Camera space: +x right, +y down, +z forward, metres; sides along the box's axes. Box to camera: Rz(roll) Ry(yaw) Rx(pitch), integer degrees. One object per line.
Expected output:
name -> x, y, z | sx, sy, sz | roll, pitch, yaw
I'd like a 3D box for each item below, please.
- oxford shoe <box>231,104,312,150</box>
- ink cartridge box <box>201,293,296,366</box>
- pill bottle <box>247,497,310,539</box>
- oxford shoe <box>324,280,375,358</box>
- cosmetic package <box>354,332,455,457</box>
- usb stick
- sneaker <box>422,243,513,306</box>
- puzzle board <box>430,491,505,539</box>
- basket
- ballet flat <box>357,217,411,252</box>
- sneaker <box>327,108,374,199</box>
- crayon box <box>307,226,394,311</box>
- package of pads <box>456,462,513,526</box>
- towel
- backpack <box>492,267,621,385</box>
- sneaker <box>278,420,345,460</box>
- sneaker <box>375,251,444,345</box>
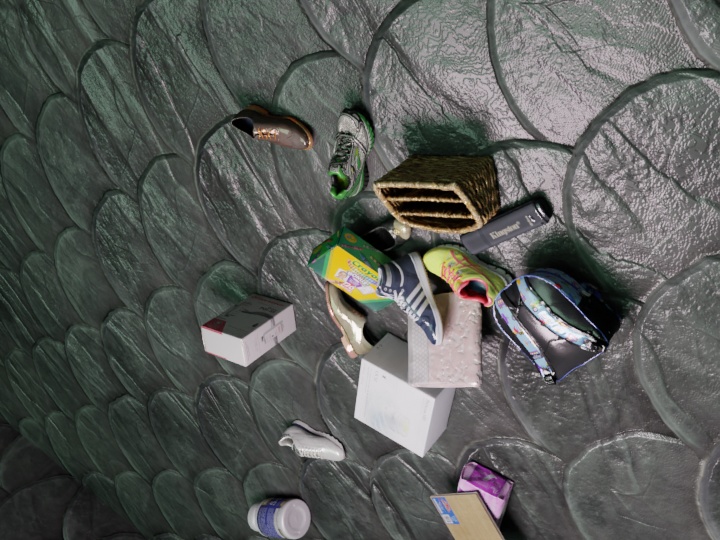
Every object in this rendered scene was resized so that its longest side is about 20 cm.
oxford shoe -> -0.194, -0.300, 1.667 | 0.199, 0.073, 0.072 | 23, 129, 26
ink cartridge box -> -0.283, 0.146, 1.946 | 0.146, 0.200, 0.083 | 13, 122, 33
pill bottle -> -0.263, 0.780, 2.406 | 0.199, 0.120, 0.120 | -15, 107, 43
oxford shoe -> -0.024, 0.107, 1.817 | 0.073, 0.071, 0.201 | -19, 105, 19
cosmetic package -> 0.104, 0.290, 1.778 | 0.199, 0.123, 0.200 | 25, 131, 23
usb stick -> 0.274, -0.083, 1.455 | 0.199, 0.033, 0.056 | -26, 102, 45
sneaker -> 0.204, 0.012, 1.534 | 0.199, 0.090, 0.079 | 23, 132, 28
puzzle board -> 0.270, 0.613, 1.823 | 0.150, 0.017, 0.201 | -21, 103, 46
basket -> 0.145, -0.129, 1.448 | 0.199, 0.149, 0.144 | 7, 121, 35
ballet flat -> 0.035, -0.061, 1.648 | 0.199, 0.057, 0.067 | -24, 100, 46
sneaker -> -0.024, -0.234, 1.563 | 0.078, 0.085, 0.201 | 21, 128, 28
crayon box -> 0.000, 0.000, 1.660 | 0.199, 0.059, 0.119 | 34, 140, -21
package of pads -> 0.288, 0.567, 1.842 | 0.120, 0.076, 0.201 | 23, 130, 23
towel -> 0.175, 0.146, 1.612 | 0.190, 0.032, 0.202 | -10, 75, 43
backpack -> 0.357, 0.084, 1.422 | 0.200, 0.134, 0.183 | 46, 137, 5
sneaker -> -0.134, 0.496, 2.141 | 0.199, 0.080, 0.077 | 15, 125, 30
sneaker -> 0.097, 0.069, 1.581 | 0.070, 0.108, 0.201 | 128, 126, -74
